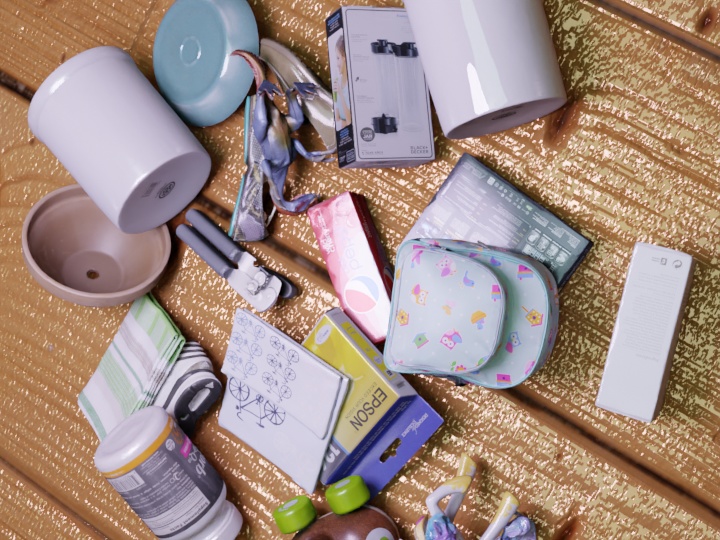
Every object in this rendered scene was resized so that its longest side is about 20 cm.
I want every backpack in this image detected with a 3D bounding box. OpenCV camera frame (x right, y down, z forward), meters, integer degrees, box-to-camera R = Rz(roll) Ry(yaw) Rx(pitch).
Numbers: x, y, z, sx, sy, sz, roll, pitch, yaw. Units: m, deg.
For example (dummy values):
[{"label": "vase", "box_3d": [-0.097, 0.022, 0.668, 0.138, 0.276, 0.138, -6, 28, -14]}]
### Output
[{"label": "backpack", "box_3d": [0.134, 0.053, 1.366, 0.199, 0.153, 0.177, 9, 90, 12]}]

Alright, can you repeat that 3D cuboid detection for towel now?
[{"label": "towel", "box_3d": [-0.326, 0.138, 1.601, 0.149, 0.031, 0.200, 42, 106, 46]}]

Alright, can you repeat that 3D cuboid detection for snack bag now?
[{"label": "snack bag", "box_3d": [-0.112, 0.173, 1.512, 0.188, 0.021, 0.201, 32, 123, 25]}]

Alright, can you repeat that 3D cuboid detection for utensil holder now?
[{"label": "utensil holder", "box_3d": [-0.324, -0.174, 1.564, 0.170, 0.170, 0.200, -46, 75, 13]}, {"label": "utensil holder", "box_3d": [0.152, -0.280, 1.412, 0.169, 0.170, 0.201, -16, 86, 18]}]

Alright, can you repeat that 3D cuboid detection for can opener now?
[{"label": "can opener", "box_3d": [-0.175, -0.012, 1.578, 0.200, 0.066, 0.053, 39, 100, 25]}]

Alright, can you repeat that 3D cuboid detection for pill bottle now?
[{"label": "pill bottle", "box_3d": [-0.251, 0.287, 1.526, 0.116, 0.116, 0.200, -30, 111, 16]}]

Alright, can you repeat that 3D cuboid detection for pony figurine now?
[{"label": "pony figurine", "box_3d": [0.121, 0.356, 1.412, 0.200, 0.167, 0.193, -44, 89, -12]}]

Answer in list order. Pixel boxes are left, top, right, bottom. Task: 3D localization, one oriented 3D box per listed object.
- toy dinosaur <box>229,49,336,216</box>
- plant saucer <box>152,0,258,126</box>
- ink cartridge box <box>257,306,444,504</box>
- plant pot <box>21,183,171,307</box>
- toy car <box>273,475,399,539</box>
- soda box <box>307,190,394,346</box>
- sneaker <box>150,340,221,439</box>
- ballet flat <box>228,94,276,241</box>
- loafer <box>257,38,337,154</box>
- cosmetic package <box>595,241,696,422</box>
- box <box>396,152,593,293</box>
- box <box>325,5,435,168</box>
[{"label": "toy dinosaur", "box_3d": [-0.099, -0.166, 1.515, 0.200, 0.105, 0.182, 58, 148, 37]}, {"label": "plant saucer", "box_3d": [-0.224, -0.300, 1.581, 0.199, 0.036, 0.201, 0, 90, 38]}, {"label": "ink cartridge box", "box_3d": [-0.020, 0.184, 1.486, 0.200, 0.047, 0.198, 48, 125, 16]}, {"label": "plant pot", "box_3d": [-0.371, -0.019, 1.604, 0.201, 0.201, 0.093, 44, 143, 15]}, {"label": "toy car", "box_3d": [-0.040, 0.378, 1.421, 0.157, 0.200, 0.165, -24, 95, 18]}, {"label": "soda box", "box_3d": [0.000, 0.000, 1.509, 0.070, 0.063, 0.201, -24, 81, 17]}, {"label": "sneaker", "box_3d": [-0.271, 0.174, 1.609, 0.201, 0.076, 0.116, -46, 47, 26]}, {"label": "ballet flat", "box_3d": [-0.135, -0.137, 1.568, 0.072, 0.072, 0.201, 8, 91, 20]}, {"label": "loafer", "box_3d": [-0.076, -0.233, 1.536, 0.200, 0.076, 0.067, 45, 96, 15]}, {"label": "cosmetic package", "box_3d": [0.341, 0.073, 1.366, 0.074, 0.102, 0.201, 16, 92, 20]}, {"label": "box", "box_3d": [0.169, -0.030, 1.456, 0.200, 0.051, 0.158, 37, 100, 16]}, {"label": "box", "box_3d": [0.025, -0.235, 1.478, 0.116, 0.060, 0.201, -5, 87, -24]}]
